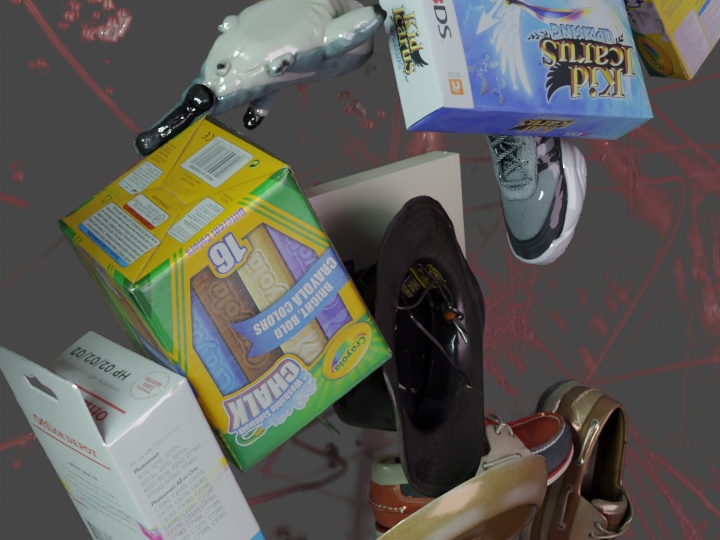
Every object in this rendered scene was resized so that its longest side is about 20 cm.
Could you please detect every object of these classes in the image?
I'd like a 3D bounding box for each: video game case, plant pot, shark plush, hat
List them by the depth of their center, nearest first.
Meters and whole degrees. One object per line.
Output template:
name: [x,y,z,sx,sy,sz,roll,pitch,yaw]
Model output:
shark plush: [-0.057,-0.122,1.367,0.200,0.090,0.084,-49,159,-35]
hat: [0.020,0.054,1.422,0.200,0.080,0.203,-6,90,-67]
video game case: [0.101,-0.185,1.463,0.199,0.045,0.183,-1,73,-38]
plant pot: [0.052,0.196,1.464,0.199,0.200,0.028,-18,67,-44]

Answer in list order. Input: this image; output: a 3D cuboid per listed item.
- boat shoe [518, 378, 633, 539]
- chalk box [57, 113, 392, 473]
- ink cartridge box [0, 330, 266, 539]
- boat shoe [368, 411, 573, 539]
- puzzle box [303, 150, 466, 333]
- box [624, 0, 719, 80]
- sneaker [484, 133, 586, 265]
boat shoe: [0.173,0.189,1.658,0.075,0.071,0.202,-10,104,-45]
chalk box: [-0.075,0.029,1.310,0.123,0.124,0.201,-37,123,-14]
ink cartridge box: [-0.136,0.113,1.280,0.068,0.115,0.201,-39,124,-24]
boat shoe: [0.084,0.139,1.561,0.199,0.071,0.063,-21,109,-38]
puzzle box: [0.000,0.000,1.475,0.199,0.025,0.134,-18,110,-43]
box: [0.235,-0.262,1.663,0.118,0.048,0.201,-53,133,-26]
sneaker: [0.103,-0.104,1.533,0.113,0.075,0.202,-2,93,-46]
